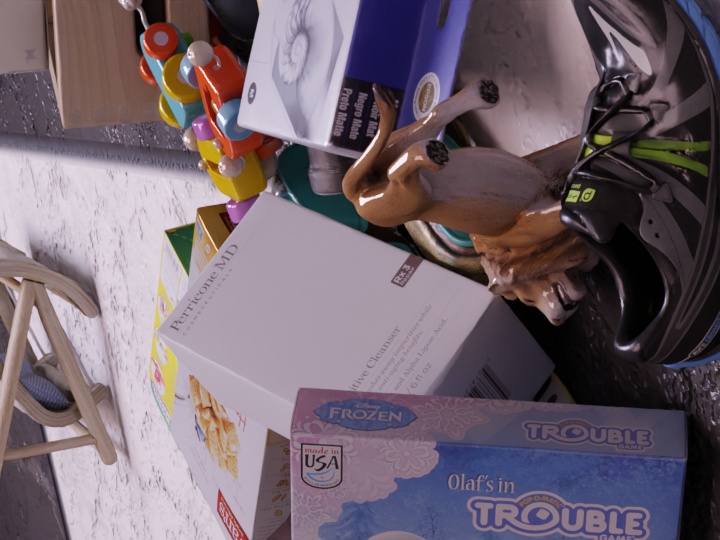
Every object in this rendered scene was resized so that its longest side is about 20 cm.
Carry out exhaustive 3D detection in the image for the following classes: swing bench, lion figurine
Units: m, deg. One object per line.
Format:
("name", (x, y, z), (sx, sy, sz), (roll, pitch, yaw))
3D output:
("swing bench", (-0.314, 0.065, 2.366), (0.199, 0.129, 0.201), (-154, 57, -64))
("lion figurine", (0.053, -0.039, 1.314), (0.122, 0.200, 0.073), (-29, 50, 46))

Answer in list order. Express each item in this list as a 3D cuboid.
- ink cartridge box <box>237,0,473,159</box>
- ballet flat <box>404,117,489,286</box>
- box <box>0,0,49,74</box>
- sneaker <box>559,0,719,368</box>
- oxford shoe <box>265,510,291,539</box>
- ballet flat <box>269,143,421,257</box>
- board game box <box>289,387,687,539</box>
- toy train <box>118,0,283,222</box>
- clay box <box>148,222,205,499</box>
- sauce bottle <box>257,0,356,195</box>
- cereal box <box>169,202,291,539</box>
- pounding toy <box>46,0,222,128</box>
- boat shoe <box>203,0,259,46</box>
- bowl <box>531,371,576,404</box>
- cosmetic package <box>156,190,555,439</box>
("ink cartridge box", (0.003, -0.160, 1.416), (0.200, 0.040, 0.200), (16, 94, 65))
("ballet flat", (0.032, -0.067, 1.486), (0.071, 0.070, 0.200), (102, 146, -50))
("box", (-0.260, -0.220, 1.799), (0.200, 0.082, 0.069), (-107, 15, -45))
("sneaker", (0.129, -0.051, 1.217), (0.071, 0.082, 0.200), (5, 109, 67))
("oxford shoe", (-0.032, 0.159, 1.546), (0.200, 0.072, 0.071), (-125, 21, -81))
("ballet flat", (0.000, 0.000, 1.614), (0.072, 0.071, 0.200), (96, 158, -44))
("board game box", (0.064, 0.156, 1.379), (0.043, 0.199, 0.200), (-80, -8, -55))
("toy train", (-0.088, -0.118, 1.616), (0.200, 0.055, 0.151), (53, 163, 47))
("clay box", (-0.112, 0.069, 1.960), (0.200, 0.047, 0.115), (101, 147, -51))
("sauce bottle", (-0.027, -0.146, 1.572), (0.065, 0.064, 0.201), (25, 128, 63))
("cereal box", (-0.074, 0.077, 1.679), (0.144, 0.039, 0.200), (-121, 30, -41))
("pounding toy", (-0.139, -0.215, 1.747), (0.184, 0.142, 0.201), (-112, 19, -58))
("boat shoe", (-0.083, -0.210, 1.612), (0.062, 0.075, 0.200), (-86, -10, -46))
("bowl", (0.064, 0.146, 1.506), (0.201, 0.094, 0.201), (51, 150, 46))
("cosmetic package", (-0.005, 0.044, 1.473), (0.200, 0.113, 0.081), (22, 161, 42))
